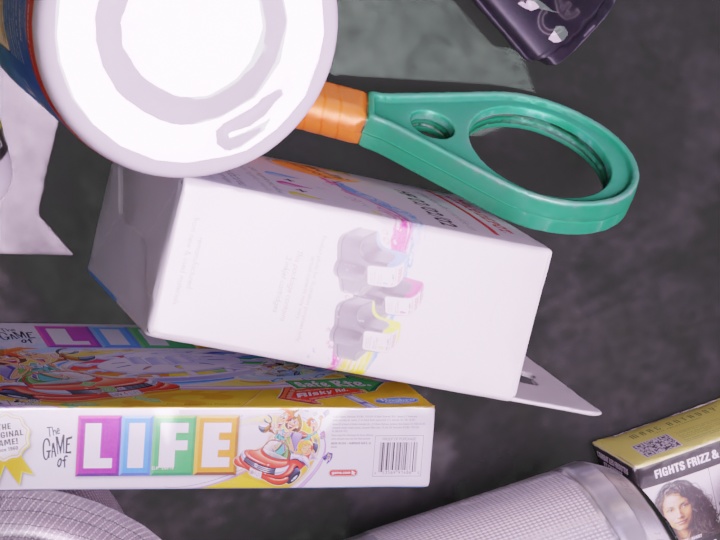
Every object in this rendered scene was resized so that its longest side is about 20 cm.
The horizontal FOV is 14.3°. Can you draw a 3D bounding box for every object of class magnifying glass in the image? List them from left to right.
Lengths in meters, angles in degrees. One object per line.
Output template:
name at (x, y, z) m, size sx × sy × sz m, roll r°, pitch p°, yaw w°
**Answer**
magnifying glass at (0.021, -0.060, 1.207) m, size 0.199 × 0.080 × 0.022 m, roll 12°, pitch 125°, yaw -9°

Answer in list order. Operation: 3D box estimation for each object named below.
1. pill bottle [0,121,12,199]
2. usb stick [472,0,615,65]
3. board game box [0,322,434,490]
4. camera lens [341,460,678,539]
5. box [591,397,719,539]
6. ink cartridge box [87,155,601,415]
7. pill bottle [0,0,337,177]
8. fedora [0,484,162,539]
pill bottle at (-0.210, -0.110, 1.095) m, size 0.112 × 0.112 × 0.201 m, roll -18°, pitch 108°, yaw -12°
usb stick at (0.031, -0.170, 1.199) m, size 0.055 × 0.033 × 0.200 m, roll -47°, pitch 111°, yaw -10°
board game box at (-0.085, 0.053, 1.161) m, size 0.199 × 0.134 × 0.034 m, roll 1°, pitch 102°, yaw -18°
camera lens at (0.047, 0.180, 1.218) m, size 0.199 × 0.160 × 0.161 m, roll -17°, pitch 107°, yaw -13°
box at (0.166, 0.163, 1.309) m, size 0.075 × 0.050 × 0.201 m, roll -17°, pitch 107°, yaw -14°
ink cartridge box at (0.000, 0.000, 1.185) m, size 0.199 × 0.115 × 0.068 m, roll 11°, pitch 100°, yaw -20°
pill bottle at (-0.087, -0.106, 1.087) m, size 0.112 × 0.200 × 0.113 m, roll -4°, pitch 104°, yaw -16°
fedora at (-0.141, 0.149, 1.176) m, size 0.176 × 0.090 × 0.200 m, roll -13°, pitch 125°, yaw 4°
